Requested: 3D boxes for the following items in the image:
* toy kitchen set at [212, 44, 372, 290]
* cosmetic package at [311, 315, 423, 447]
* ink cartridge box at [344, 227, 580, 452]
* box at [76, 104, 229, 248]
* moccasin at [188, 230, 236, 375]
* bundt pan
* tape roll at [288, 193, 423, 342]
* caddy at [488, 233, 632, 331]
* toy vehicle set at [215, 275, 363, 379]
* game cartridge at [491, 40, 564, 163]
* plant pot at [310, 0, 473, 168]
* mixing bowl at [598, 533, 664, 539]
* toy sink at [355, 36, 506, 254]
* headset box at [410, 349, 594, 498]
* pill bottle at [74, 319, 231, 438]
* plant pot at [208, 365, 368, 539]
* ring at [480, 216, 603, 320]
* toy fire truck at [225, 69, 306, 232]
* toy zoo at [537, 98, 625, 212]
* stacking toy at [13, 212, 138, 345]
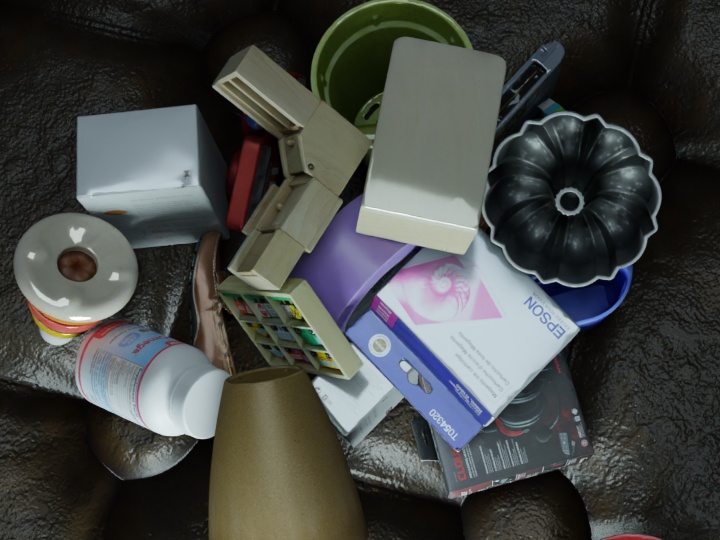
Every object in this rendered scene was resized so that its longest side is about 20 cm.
[{"bbox_3d":[-0.130,-0.108,1.369,0.180,0.163,0.201,37,75,-20],"label":"toy kitchen set"},{"bbox_3d":[0.031,0.111,1.462,0.200,0.113,0.081,-43,76,-6],"label":"cosmetic package"},{"bbox_3d":[0.115,0.068,1.387,0.200,0.043,0.196,-44,80,-7],"label":"ink cartridge box"},{"bbox_3d":[-0.254,-0.112,1.505,0.150,0.200,0.108,-5,72,2],"label":"box"},{"bbox_3d":[-0.177,0.050,1.517,0.077,0.074,0.204,-3,72,-2],"label":"moccasin"},{"bbox_3d":[0.238,-0.089,1.360,0.199,0.076,0.204,5,112,13],"label":"bundt pan"},{"bbox_3d":[0.000,0.000,1.451,0.200,0.200,0.085,-44,75,-8],"label":"tape roll"},{"bbox_3d":[0.228,0.008,1.458,0.198,0.105,0.143,-16,74,0],"label":"caddy"},{"bbox_3d":[-0.086,0.064,1.407,0.026,0.199,0.125,-42,110,-23],"label":"toy vehicle set"},{"bbox_3d":[0.181,-0.191,1.526,0.041,0.133,0.200,40,81,15],"label":"game cartridge"},{"bbox_3d":[0.045,-0.207,1.517,0.198,0.184,0.203,-1,73,4],"label":"plant pot"},{"bbox_3d":[0.303,0.402,1.352,0.198,0.108,0.203,-2,74,5],"label":"mixing bowl"},{"bbox_3d":[0.077,-0.136,1.339,0.129,0.112,0.202,11,76,-1],"label":"toy sink"},{"bbox_3d":[0.162,0.179,1.447,0.198,0.075,0.150,-15,73,0],"label":"headset box"},{"bbox_3d":[-0.243,0.132,1.439,0.199,0.109,0.110,15,73,39],"label":"pill bottle"},{"bbox_3d":[-0.096,0.216,1.367,0.184,0.186,0.203,-8,97,2],"label":"plant pot"},{"bbox_3d":[0.213,-0.015,1.532,0.198,0.019,0.203,-1,74,4],"label":"ring"},{"bbox_3d":[-0.112,-0.150,1.507,0.111,0.168,0.202,16,98,9],"label":"toy fire truck"},{"bbox_3d":[0.267,-0.147,1.482,0.020,0.200,0.132,-33,99,9],"label":"toy zoo"},{"bbox_3d":[-0.359,0.038,1.479,0.144,0.200,0.147,11,55,-16],"label":"stacking toy"}]
